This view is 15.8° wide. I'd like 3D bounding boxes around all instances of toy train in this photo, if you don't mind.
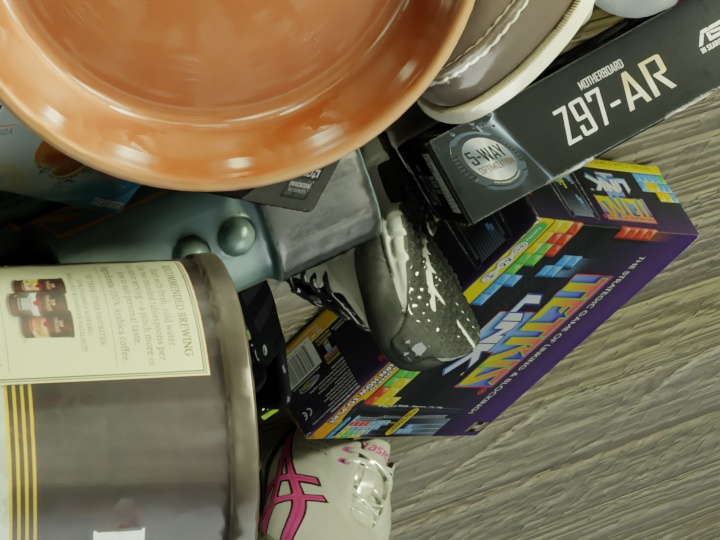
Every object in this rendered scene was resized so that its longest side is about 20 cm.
[{"bbox_3d":[-0.087,-0.017,1.134,0.200,0.085,0.114,-23,-163,-19],"label":"toy train"}]

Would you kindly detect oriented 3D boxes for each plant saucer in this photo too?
[{"bbox_3d":[-0.054,-0.128,0.929,0.200,0.200,0.032,-32,-162,4],"label":"plant saucer"}]

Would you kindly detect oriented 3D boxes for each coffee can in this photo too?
[{"bbox_3d":[-0.151,0.070,0.996,0.200,0.146,0.146,-2,148,-14],"label":"coffee can"}]

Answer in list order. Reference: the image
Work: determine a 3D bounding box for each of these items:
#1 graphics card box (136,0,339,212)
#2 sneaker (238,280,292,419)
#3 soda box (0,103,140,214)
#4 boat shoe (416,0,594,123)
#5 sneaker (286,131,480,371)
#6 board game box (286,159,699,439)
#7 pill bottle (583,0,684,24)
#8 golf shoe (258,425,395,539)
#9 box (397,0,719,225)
[{"bbox_3d":[-0.024,-0.124,1.011,0.125,0.051,0.200,10,114,-56],"label":"graphics card box"},{"bbox_3d":[-0.068,0.021,1.279,0.072,0.083,0.200,-31,156,1],"label":"sneaker"},{"bbox_3d":[-0.154,-0.077,1.004,0.064,0.068,0.200,-50,151,18],"label":"soda box"},{"bbox_3d":[0.071,-0.152,0.997,0.200,0.072,0.060,-57,144,-5],"label":"boat shoe"},{"bbox_3d":[0.000,0.000,1.207,0.080,0.200,0.074,-29,114,4],"label":"sneaker"},{"bbox_3d":[0.070,0.018,1.464,0.165,0.057,0.200,4,139,-50],"label":"board game box"},{"bbox_3d":[0.137,-0.174,1.103,0.200,0.110,0.110,-26,155,-11],"label":"pill bottle"},{"bbox_3d":[-0.017,0.133,1.474,0.073,0.200,0.092,36,94,-22],"label":"golf shoe"},{"bbox_3d":[0.102,-0.079,1.223,0.160,0.044,0.200,-29,-177,-1],"label":"box"}]
